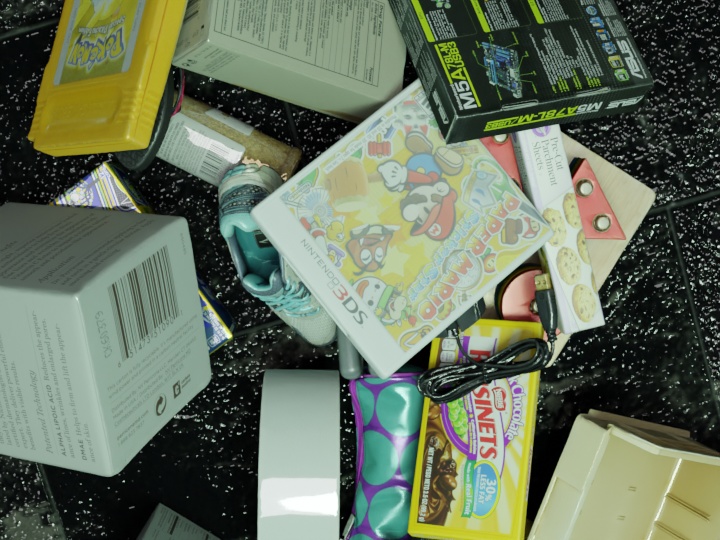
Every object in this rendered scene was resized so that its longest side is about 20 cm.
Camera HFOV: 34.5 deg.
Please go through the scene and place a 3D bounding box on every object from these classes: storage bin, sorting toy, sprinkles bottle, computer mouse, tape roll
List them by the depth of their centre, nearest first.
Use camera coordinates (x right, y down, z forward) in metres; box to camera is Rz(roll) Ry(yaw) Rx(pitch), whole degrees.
[{"bbox_3d":[0.096,0.008,1.026,0.139,0.046,0.202,-14,82,11],"label":"computer mouse"},{"bbox_3d":[-0.054,0.191,1.051,0.070,0.202,0.204,1,96,-3],"label":"tape roll"},{"bbox_3d":[0.253,0.245,1.074,0.198,0.093,0.201,16,98,-41],"label":"storage bin"},{"bbox_3d":[-0.156,-0.125,1.079,0.199,0.068,0.069,27,95,-5],"label":"sprinkles bottle"},{"bbox_3d":[0.152,-0.038,1.098,0.198,0.070,0.201,31,94,-5],"label":"sorting toy"}]

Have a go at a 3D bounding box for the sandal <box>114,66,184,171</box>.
[{"bbox_3d":[-0.181,-0.173,1.018,0.075,0.045,0.201,-27,53,30],"label":"sandal"}]

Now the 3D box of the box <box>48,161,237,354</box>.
[{"bbox_3d":[-0.201,-0.003,1.094,0.070,0.064,0.201,-35,97,2],"label":"box"}]

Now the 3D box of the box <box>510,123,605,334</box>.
[{"bbox_3d":[0.175,-0.044,1.043,0.041,0.039,0.202,-14,97,-2],"label":"box"}]

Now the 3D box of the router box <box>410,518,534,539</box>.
[{"bbox_3d":[0.103,0.319,1.074,0.157,0.052,0.202,27,70,-38],"label":"router box"}]

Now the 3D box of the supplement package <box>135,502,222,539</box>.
[{"bbox_3d":[-0.153,0.352,1.090,0.199,0.151,0.152,32,94,-4],"label":"supplement package"}]

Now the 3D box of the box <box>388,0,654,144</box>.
[{"bbox_3d":[0.133,-0.218,1.022,0.192,0.048,0.201,-13,66,-15],"label":"box"}]

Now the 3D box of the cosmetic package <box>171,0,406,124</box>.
[{"bbox_3d":[-0.058,-0.207,1.016,0.199,0.071,0.106,15,74,-33],"label":"cosmetic package"}]

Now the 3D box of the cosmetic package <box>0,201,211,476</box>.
[{"bbox_3d":[-0.261,0.051,0.997,0.198,0.165,0.166,6,116,24],"label":"cosmetic package"}]

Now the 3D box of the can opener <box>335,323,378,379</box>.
[{"bbox_3d":[0.000,0.000,1.076,0.052,0.066,0.202,-6,78,7],"label":"can opener"}]

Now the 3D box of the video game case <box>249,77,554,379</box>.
[{"bbox_3d":[0.037,-0.040,0.996,0.200,0.023,0.182,-39,87,-13],"label":"video game case"}]

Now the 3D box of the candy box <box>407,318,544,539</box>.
[{"bbox_3d":[0.105,0.141,1.039,0.101,0.026,0.202,4,71,14],"label":"candy box"}]

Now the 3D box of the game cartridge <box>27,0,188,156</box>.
[{"bbox_3d":[-0.216,-0.200,1.004,0.032,0.176,0.202,23,76,-41],"label":"game cartridge"}]

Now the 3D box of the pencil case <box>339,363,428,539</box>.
[{"bbox_3d":[0.027,0.188,1.111,0.092,0.085,0.202,1,96,-16],"label":"pencil case"}]

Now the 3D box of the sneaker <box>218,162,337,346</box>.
[{"bbox_3d":[-0.079,0.006,1.060,0.077,0.087,0.201,-18,124,19],"label":"sneaker"}]
